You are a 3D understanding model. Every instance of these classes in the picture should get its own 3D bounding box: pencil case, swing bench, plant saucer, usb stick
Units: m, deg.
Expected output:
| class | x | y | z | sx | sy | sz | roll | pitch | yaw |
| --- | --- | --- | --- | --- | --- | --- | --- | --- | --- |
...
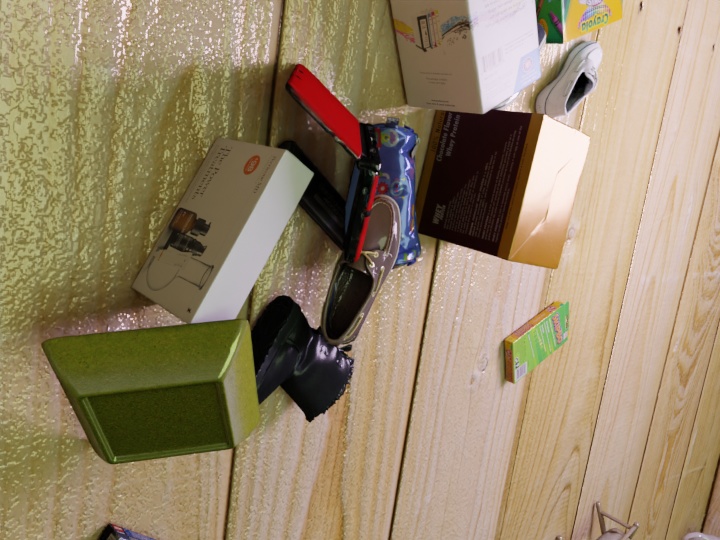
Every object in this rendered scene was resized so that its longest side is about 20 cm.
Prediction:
| class | x | y | z | sx | sy | sz | roll | pitch | yaw |
| --- | --- | --- | --- | --- | --- | --- | --- | --- | --- |
| pencil case | 0.042 | -0.102 | 0.930 | 0.078 | 0.085 | 0.206 | -18 | 107 | -70 |
| swing bench | 0.602 | 0.745 | 1.737 | 0.196 | 0.128 | 0.205 | -20 | 117 | -38 |
| plant saucer | -0.206 | 0.139 | 0.705 | 0.195 | 0.049 | 0.202 | -5 | 139 | -8 |
| usb stick | -0.051 | -0.091 | 0.904 | 0.200 | 0.032 | 0.056 | 47 | 61 | -42 |

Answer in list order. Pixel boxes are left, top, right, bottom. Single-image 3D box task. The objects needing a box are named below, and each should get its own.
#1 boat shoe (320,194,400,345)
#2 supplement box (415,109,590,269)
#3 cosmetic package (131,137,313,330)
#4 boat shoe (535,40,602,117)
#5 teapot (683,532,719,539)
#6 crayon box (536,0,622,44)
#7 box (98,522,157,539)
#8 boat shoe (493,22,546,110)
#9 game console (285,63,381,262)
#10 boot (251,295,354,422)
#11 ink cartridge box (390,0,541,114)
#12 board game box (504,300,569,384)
| class | x | y | z | sx | sy | sz | roll | pitch | yaw |
| --- | --- | --- | --- | --- | --- | --- | --- | --- | --- |
| boat shoe | 0.000 | 0.000 | 0.873 | 0.059 | 0.071 | 0.204 | -14 | 126 | -82 |
| supplement box | 0.203 | -0.128 | 1.017 | 0.131 | 0.198 | 0.202 | 7 | 99 | -43 |
| cosmetic package | -0.153 | -0.042 | 0.739 | 0.051 | 0.149 | 0.203 | 36 | 78 | -43 |
| boat shoe | 0.396 | -0.339 | 1.225 | 0.201 | 0.066 | 0.074 | -51 | 132 | -19 |
| teapot | 1.201 | 1.028 | 2.401 | 0.197 | 0.142 | 0.205 | 42 | 51 | -69 |
| crayon box | 0.378 | -0.474 | 1.170 | 0.198 | 0.058 | 0.121 | -30 | 122 | -33 |
| box | -0.305 | 0.425 | 0.826 | 0.137 | 0.039 | 0.202 | 43 | 73 | -42 |
| boat shoe | 0.232 | -0.328 | 1.071 | 0.062 | 0.074 | 0.202 | 50 | 62 | -39 |
| game console | -0.041 | -0.131 | 0.797 | 0.116 | 0.201 | 0.176 | 12 | 112 | -6 |
| boot | -0.100 | 0.149 | 0.910 | 0.200 | 0.072 | 0.163 | -57 | 133 | -20 |
| ink cartridge box | 0.142 | -0.341 | 0.927 | 0.146 | 0.143 | 0.204 | -33 | 124 | -31 |
| board game box | 0.363 | 0.140 | 1.380 | 0.198 | 0.030 | 0.098 | -27 | 121 | -32 |
